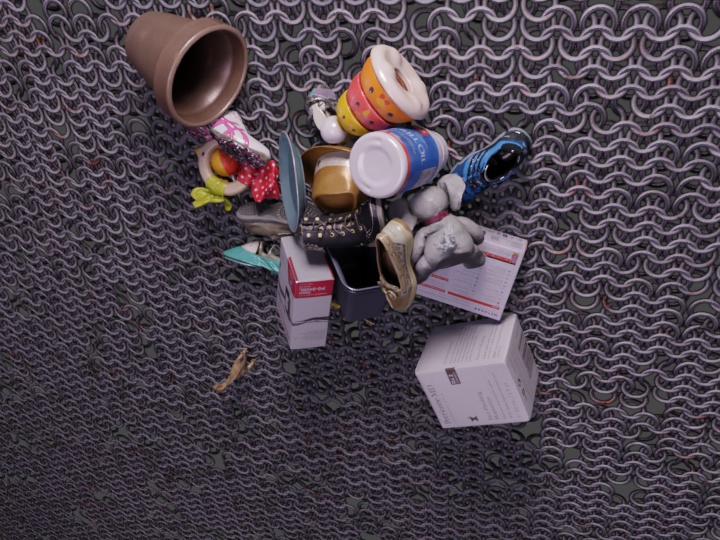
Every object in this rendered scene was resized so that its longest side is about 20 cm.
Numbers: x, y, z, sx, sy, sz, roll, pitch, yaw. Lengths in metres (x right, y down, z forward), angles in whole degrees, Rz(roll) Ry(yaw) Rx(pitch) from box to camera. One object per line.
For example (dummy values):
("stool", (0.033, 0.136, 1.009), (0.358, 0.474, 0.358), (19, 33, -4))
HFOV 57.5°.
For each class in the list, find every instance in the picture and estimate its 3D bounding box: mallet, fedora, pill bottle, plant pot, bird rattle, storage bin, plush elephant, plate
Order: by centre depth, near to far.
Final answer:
("pill bottle", (0.076, -0.198, 1.159), (0.112, 0.200, 0.112), (11, 111, 29))
("plush elephant", (0.137, -0.082, 1.203), (0.165, 0.155, 0.200), (-17, 162, 1))
("plant pot", (-0.339, -0.396, 1.223), (0.175, 0.200, 0.200), (36, 131, 18))
("fedora", (-0.036, -0.160, 1.266), (0.200, 0.082, 0.201), (13, 159, 5))
("plate", (-0.133, -0.175, 1.295), (0.026, 0.200, 0.200), (-8, 127, -15))
("storage bin", (0.000, 0.000, 1.353), (0.145, 0.200, 0.134), (-10, 141, -18))
("bird rattle", (-0.268, -0.206, 1.370), (0.200, 0.113, 0.163), (-16, 99, 26))
("mallet", (-0.052, 0.074, 1.515), (0.200, 0.041, 0.066), (21, 131, 2))

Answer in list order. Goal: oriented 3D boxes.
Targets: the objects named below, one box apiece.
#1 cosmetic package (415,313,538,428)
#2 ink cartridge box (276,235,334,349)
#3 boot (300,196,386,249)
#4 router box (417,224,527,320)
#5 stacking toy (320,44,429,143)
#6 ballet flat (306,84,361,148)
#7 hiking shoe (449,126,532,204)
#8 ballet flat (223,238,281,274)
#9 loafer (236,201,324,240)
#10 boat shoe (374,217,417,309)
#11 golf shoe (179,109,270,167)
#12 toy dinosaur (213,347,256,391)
("cosmetic package", (0.253, 0.216, 1.405), (0.200, 0.165, 0.165), (-14, 116, 29))
("ink cartridge box", (-0.120, 0.047, 1.384), (0.083, 0.145, 0.200), (-6, 133, -18))
("boot", (-0.033, -0.082, 1.213), (0.154, 0.074, 0.204), (-4, 168, -6))
("router box", (0.216, -0.008, 1.339), (0.200, 0.049, 0.180), (18, 128, 9))
("stacking toy", (0.009, -0.284, 1.163), (0.200, 0.146, 0.146), (-32, 107, 31))
("ballet flat", (-0.044, -0.256, 1.261), (0.072, 0.072, 0.200), (-20, 114, 31))
("hiking shoe", (0.220, -0.181, 1.194), (0.074, 0.087, 0.200), (41, 128, -9))
("ballet flat", (-0.213, -0.034, 1.493), (0.200, 0.067, 0.070), (18, 103, 9))
("loafer", (-0.168, -0.106, 1.420), (0.200, 0.075, 0.070), (8, 139, 20))
("boat shoe", (0.055, -0.001, 1.175), (0.073, 0.063, 0.200), (30, 142, 36))
("golf shoe", (-0.259, -0.281, 1.311), (0.200, 0.092, 0.073), (30, 161, 5))
("toy dinosaur", (-0.310, 0.252, 1.696), (0.058, 0.101, 0.200), (37, 128, -5))
